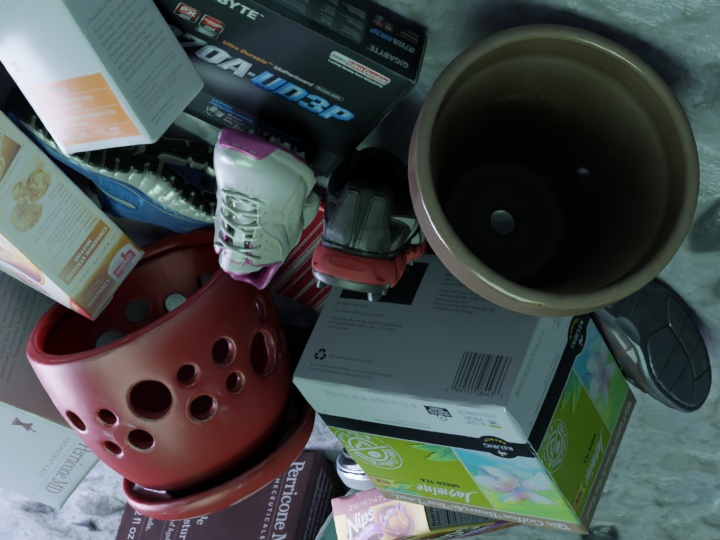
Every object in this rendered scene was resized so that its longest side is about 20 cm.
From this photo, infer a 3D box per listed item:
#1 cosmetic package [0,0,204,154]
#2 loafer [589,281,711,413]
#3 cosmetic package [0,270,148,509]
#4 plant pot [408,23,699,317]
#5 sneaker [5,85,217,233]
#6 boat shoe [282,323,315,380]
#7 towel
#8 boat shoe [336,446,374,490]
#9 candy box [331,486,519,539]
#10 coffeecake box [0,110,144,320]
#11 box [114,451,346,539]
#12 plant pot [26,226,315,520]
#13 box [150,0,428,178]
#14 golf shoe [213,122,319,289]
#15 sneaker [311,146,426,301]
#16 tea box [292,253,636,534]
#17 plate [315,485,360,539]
[{"bbox_3d":[-0.206,-0.181,1.439,0.101,0.071,0.201,-4,127,43],"label":"cosmetic package"},{"bbox_3d":[0.213,0.039,1.685,0.063,0.072,0.200,6,146,50],"label":"loafer"},{"bbox_3d":[-0.312,0.079,1.848,0.199,0.167,0.167,22,147,-14],"label":"cosmetic package"},{"bbox_3d":[0.117,-0.052,1.483,0.199,0.202,0.175,19,164,-7],"label":"plant pot"},{"bbox_3d":[-0.195,-0.081,1.642,0.199,0.079,0.089,31,142,-24],"label":"sneaker"},{"bbox_3d":[-0.048,0.084,1.828,0.065,0.074,0.199,29,161,-39],"label":"boat shoe"},{"bbox_3d":[0.000,0.000,1.739,0.199,0.023,0.145,24,147,-15],"label":"towel"},{"bbox_3d":[0.048,0.144,1.908,0.199,0.072,0.071,-20,117,37],"label":"boat shoe"},{"bbox_3d":[0.084,0.215,1.914,0.199,0.057,0.116,1,164,-45],"label":"candy box"},{"bbox_3d":[-0.288,-0.063,1.653,0.153,0.073,0.200,23,162,47],"label":"coffeecake box"},{"bbox_3d":[-0.120,0.287,2.087,0.198,0.167,0.165,-1,144,22],"label":"box"},{"bbox_3d":[-0.149,0.090,1.712,0.199,0.201,0.184,-10,116,33],"label":"plant pot"},{"bbox_3d":[-0.074,-0.157,1.505,0.199,0.046,0.159,25,147,-16],"label":"box"},{"bbox_3d":[-0.076,-0.044,1.559,0.075,0.092,0.200,21,167,13],"label":"golf shoe"},{"bbox_3d":[0.015,-0.048,1.557,0.070,0.200,0.099,13,105,8],"label":"sneaker"},{"bbox_3d":[0.087,0.095,1.678,0.199,0.134,0.197,6,149,34],"label":"tea box"},{"bbox_3d":[-0.005,0.279,2.017,0.025,0.201,0.201,20,155,33],"label":"plate"}]
